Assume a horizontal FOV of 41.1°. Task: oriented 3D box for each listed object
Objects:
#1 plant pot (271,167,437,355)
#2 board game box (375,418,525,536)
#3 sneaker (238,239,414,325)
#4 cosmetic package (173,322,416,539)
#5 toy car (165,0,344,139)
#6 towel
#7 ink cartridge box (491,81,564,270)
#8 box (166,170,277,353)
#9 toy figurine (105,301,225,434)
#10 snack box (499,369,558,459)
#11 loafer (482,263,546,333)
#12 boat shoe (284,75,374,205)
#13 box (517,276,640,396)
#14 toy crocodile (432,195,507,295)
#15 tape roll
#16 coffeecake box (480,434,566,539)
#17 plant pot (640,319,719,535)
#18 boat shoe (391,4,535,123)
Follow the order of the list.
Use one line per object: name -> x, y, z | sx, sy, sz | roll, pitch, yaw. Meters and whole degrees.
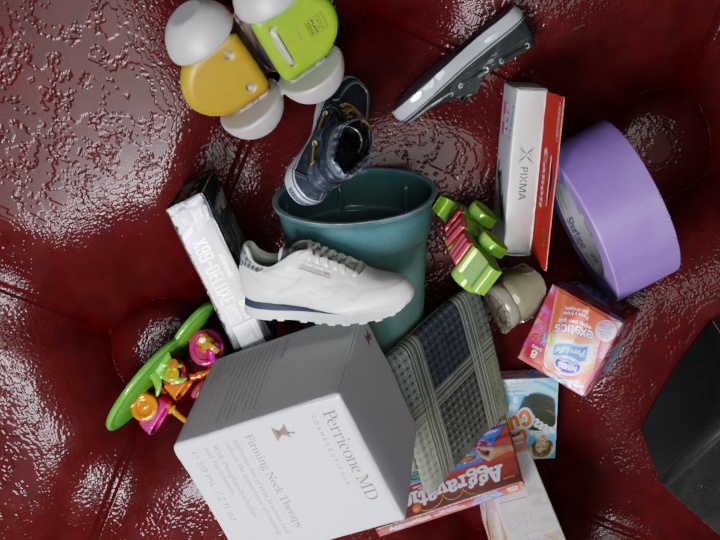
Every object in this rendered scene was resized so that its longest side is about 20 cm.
plant pot -> 0.000, 0.000, 1.169 | 0.196, 0.201, 0.200 | -6, 112, -3
board game box -> 0.107, 0.266, 1.241 | 0.197, 0.104, 0.020 | -21, 130, 10
sneaker -> -0.039, 0.009, 1.043 | 0.196, 0.076, 0.082 | 0, 106, 12
cosmetic package -> -0.063, 0.178, 1.045 | 0.197, 0.167, 0.169 | -20, 113, 18
toy car -> -0.123, -0.268, 1.109 | 0.198, 0.151, 0.176 | -28, 134, 8
towel -> 0.105, 0.145, 1.189 | 0.192, 0.034, 0.203 | -37, 120, -38
ink cartridge box -> 0.197, -0.117, 1.152 | 0.043, 0.174, 0.204 | 3, 105, -1
box -> -0.162, -0.009, 1.163 | 0.049, 0.158, 0.203 | -23, 104, 3
toy figurine -> -0.182, 0.174, 1.195 | 0.183, 0.150, 0.201 | 38, 84, 5
snack box -> 0.167, 0.198, 1.303 | 0.196, 0.037, 0.119 | -2, 105, -4
loafer -> 0.190, 0.032, 1.179 | 0.067, 0.200, 0.077 | -28, 91, 2
boat shoe -> -0.013, -0.163, 1.115 | 0.071, 0.202, 0.090 | 40, 141, -24
box -> 0.274, 0.076, 1.188 | 0.094, 0.199, 0.101 | 29, 103, 19
toy crocodile -> 0.129, -0.035, 1.160 | 0.061, 0.201, 0.068 | 30, 114, -19
tape roll -> 0.298, -0.071, 1.160 | 0.084, 0.200, 0.203 | -26, 105, 2
coffeecake box -> 0.210, 0.343, 1.238 | 0.072, 0.201, 0.156 | -12, 127, -2
plant pot -> 0.489, 0.226, 1.264 | 0.199, 0.200, 0.178 | 39, 111, -13
boat shoe -> 0.128, -0.240, 1.173 | 0.199, 0.069, 0.057 | -39, 105, 4
